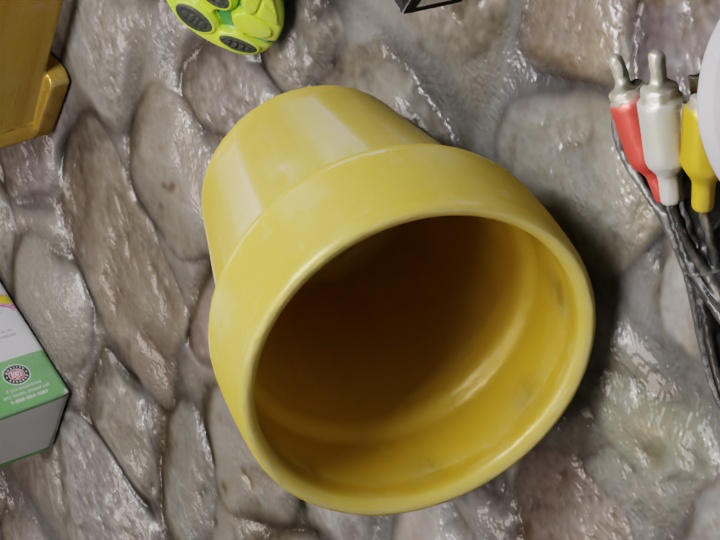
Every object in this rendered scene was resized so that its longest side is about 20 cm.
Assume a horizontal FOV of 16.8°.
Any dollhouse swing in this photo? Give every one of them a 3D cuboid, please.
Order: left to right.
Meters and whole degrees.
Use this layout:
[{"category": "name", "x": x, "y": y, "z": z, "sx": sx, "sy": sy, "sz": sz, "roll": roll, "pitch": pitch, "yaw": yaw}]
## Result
[{"category": "dollhouse swing", "x": -0.324, "y": -0.169, "z": 1.717, "sx": 0.182, "sy": 0.200, "sz": 0.176, "roll": 42, "pitch": 138, "yaw": 39}]

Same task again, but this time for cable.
[{"category": "cable", "x": 0.157, "y": -0.014, "z": 1.198, "sx": 0.097, "sy": 0.050, "sz": 0.200, "roll": 12, "pitch": 114, "yaw": 55}]

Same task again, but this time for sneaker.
[{"category": "sneaker", "x": -0.103, "y": -0.225, "z": 1.481, "sx": 0.074, "sy": 0.084, "sz": 0.200, "roll": -30, "pitch": 97, "yaw": 37}]

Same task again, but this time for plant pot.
[{"category": "plant pot", "x": 0.000, "y": 0.000, "z": 1.329, "sx": 0.189, "sy": 0.200, "sz": 0.201, "roll": -124, "pitch": 32, "yaw": -50}]

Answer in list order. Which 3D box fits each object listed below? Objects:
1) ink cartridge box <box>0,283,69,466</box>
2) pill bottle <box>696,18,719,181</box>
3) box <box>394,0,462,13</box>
[{"category": "ink cartridge box", "x": -0.343, "y": 0.065, "z": 1.911, "sx": 0.200, "sy": 0.145, "sz": 0.088, "roll": 55, "pitch": 146, "yaw": 24}, {"category": "pill bottle", "x": 0.241, "y": -0.067, "z": 0.987, "sx": 0.200, "sy": 0.112, "sz": 0.112, "roll": 11, "pitch": 114, "yaw": 55}, {"category": "box", "x": 0.025, "y": -0.262, "z": 1.283, "sx": 0.200, "sy": 0.049, "sz": 0.160, "roll": 62, "pitch": 149, "yaw": 15}]
